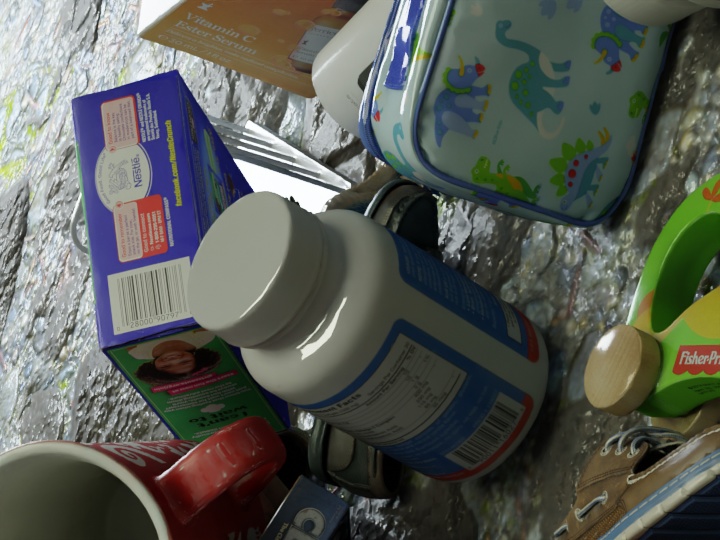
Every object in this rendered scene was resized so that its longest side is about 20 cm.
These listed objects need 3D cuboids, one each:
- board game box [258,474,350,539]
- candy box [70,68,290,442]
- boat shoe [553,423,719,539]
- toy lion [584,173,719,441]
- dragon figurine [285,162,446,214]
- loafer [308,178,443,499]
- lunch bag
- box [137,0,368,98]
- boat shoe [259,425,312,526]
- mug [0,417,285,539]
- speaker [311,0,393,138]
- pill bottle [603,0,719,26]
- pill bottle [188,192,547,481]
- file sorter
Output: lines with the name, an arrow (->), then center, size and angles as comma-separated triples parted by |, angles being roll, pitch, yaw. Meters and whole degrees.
board game box -> -0.072, 0.222, 1.320 | 0.201, 0.034, 0.136 | -57, -10, -14
candy box -> -0.108, 0.000, 1.430 | 0.077, 0.200, 0.170 | -13, 65, 9
boat shoe -> 0.142, 0.118, 1.159 | 0.200, 0.072, 0.073 | -51, 40, 49
toy lion -> 0.212, -0.011, 1.152 | 0.200, 0.068, 0.193 | -5, 63, 60
dragon figurine -> 0.000, 0.000, 1.513 | 0.059, 0.099, 0.201 | -140, 52, -60
loafer -> 0.024, 0.046, 1.457 | 0.063, 0.072, 0.201 | 21, 101, 43
lunch bag -> 0.092, -0.135, 1.318 | 0.082, 0.160, 0.201 | 15, 89, 61
box -> -0.040, -0.220, 1.609 | 0.200, 0.152, 0.107 | -28, 51, 53
boat shoe -> -0.057, 0.136, 1.514 | 0.075, 0.075, 0.202 | -36, 14, 9
mug -> -0.114, 0.156, 1.314 | 0.176, 0.200, 0.134 | -7, 87, 15
speaker -> 0.052, -0.166, 1.490 | 0.200, 0.081, 0.082 | -41, 41, 43
pill bottle -> 0.206, -0.202, 1.206 | 0.200, 0.109, 0.110 | -24, 54, 54
pill bottle -> 0.003, 0.034, 1.309 | 0.112, 0.200, 0.113 | -30, 44, 34
file sorter -> -0.110, -0.034, 1.663 | 0.200, 0.124, 0.139 | 34, 106, 60
